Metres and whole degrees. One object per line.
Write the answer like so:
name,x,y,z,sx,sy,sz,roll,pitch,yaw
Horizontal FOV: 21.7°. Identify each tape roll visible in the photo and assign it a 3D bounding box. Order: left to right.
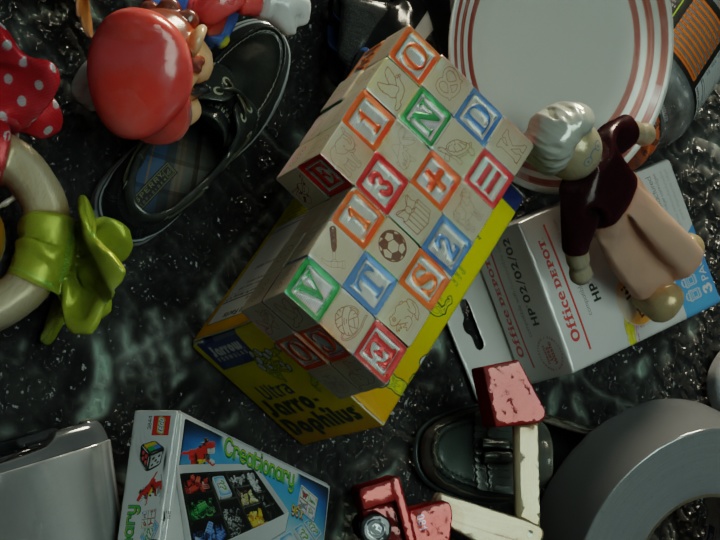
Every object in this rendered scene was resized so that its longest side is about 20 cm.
tape roll,0.218,0.194,1.313,0.198,0.066,0.202,-8,109,-23

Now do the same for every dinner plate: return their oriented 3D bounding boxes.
dinner plate,0.134,-0.153,1.276,0.199,0.024,0.202,-7,101,-35

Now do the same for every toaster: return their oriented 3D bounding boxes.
toaster,-0.222,0.169,1.068,0.199,0.113,0.130,-14,89,-36

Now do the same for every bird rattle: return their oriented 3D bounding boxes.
bird rattle,-0.226,-0.040,1.126,0.162,0.113,0.201,-32,93,-16

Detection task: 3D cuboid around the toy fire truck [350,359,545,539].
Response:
toy fire truck,0.068,0.172,1.250,0.140,0.049,0.202,-15,88,-8

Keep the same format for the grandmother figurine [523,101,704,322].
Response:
grandmother figurine,0.170,-0.050,1.266,0.200,0.060,0.122,42,59,-45

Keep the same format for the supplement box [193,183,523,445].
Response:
supplement box,0.000,0.000,1.245,0.109,0.109,0.201,43,61,-16

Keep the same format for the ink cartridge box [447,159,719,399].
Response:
ink cartridge box,0.156,0.008,1.363,0.199,0.068,0.116,-23,91,-33

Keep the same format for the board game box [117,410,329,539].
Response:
board game box,-0.081,0.170,1.140,0.200,0.034,0.128,37,55,-58

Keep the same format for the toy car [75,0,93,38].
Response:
toy car,-0.170,-0.252,1.195,0.182,0.177,0.202,7,110,-7

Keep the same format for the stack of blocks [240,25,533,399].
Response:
stack of blocks,0.009,-0.037,1.159,0.115,0.058,0.201,41,61,-16

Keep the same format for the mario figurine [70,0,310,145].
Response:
mario figurine,-0.108,-0.145,1.206,0.106,0.123,0.201,35,47,-8

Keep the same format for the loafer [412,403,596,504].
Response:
loafer,0.133,0.128,1.324,0.198,0.063,0.073,8,75,-30

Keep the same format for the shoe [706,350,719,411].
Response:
shoe,0.366,0.068,1.465,0.199,0.091,0.072,-13,86,-33

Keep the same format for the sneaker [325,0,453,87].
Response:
sneaker,0.037,-0.187,1.335,0.111,0.073,0.201,21,45,2

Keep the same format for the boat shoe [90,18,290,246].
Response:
boat shoe,-0.100,-0.094,1.235,0.069,0.056,0.201,44,61,-15

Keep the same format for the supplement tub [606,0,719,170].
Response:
supplement tub,0.219,-0.176,1.412,0.123,0.122,0.200,46,60,-14
